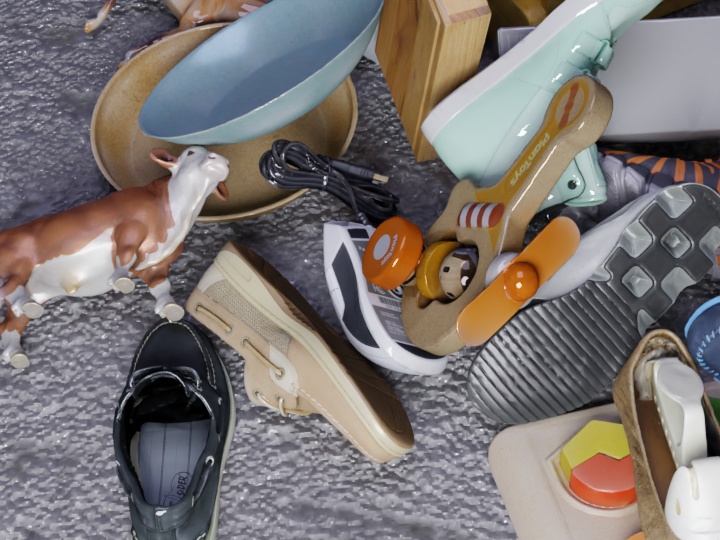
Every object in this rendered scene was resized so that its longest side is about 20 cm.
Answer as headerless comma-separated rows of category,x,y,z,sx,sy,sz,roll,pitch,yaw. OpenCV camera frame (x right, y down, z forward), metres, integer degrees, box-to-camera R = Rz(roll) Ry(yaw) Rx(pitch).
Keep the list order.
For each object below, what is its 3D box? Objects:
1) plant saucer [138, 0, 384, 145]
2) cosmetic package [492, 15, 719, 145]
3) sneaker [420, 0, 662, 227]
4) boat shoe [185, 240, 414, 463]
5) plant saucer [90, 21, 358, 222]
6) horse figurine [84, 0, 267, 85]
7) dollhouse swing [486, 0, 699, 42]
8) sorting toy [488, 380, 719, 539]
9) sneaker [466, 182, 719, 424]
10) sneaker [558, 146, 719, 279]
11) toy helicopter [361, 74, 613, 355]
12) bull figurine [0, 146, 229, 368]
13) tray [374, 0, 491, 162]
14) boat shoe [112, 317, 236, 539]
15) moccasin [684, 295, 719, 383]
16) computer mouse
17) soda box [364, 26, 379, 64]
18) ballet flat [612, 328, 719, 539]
plant saucer,-0.063,-0.140,1.278,0.200,0.039,0.201,-24,27,13
cosmetic package,0.196,-0.132,1.276,0.198,0.107,0.091,-5,90,2
sneaker,0.151,-0.111,1.187,0.200,0.074,0.119,-39,80,14
boat shoe,-0.041,0.064,1.164,0.065,0.071,0.200,-49,54,7
plant saucer,-0.099,-0.103,1.334,0.198,0.036,0.201,-3,51,4
horse figurine,-0.157,-0.218,1.447,0.132,0.050,0.200,-33,55,-14
dollhouse swing,0.183,-0.278,1.381,0.199,0.177,0.182,-23,49,-14
sorting toy,0.195,0.143,1.077,0.198,0.037,0.186,-14,47,-7
sneaker,0.146,0.021,1.151,0.200,0.074,0.089,-40,11,-3
sneaker,0.224,-0.053,1.244,0.199,0.078,0.112,21,38,29
toy helicopter,0.092,-0.032,1.116,0.079,0.201,0.132,28,16,-27
bull figurine,-0.172,-0.013,1.223,0.199,0.065,0.122,-21,39,15
tray,0.046,-0.165,1.255,0.037,0.200,0.099,-16,69,-11
boat shoe,-0.121,0.094,1.135,0.074,0.066,0.200,-2,46,6
moccasin,0.290,0.066,1.072,0.199,0.081,0.069,14,44,-14
computer mouse,0.000,0.000,1.212,0.109,0.044,0.201,18,38,-38
soda box,0.055,-0.244,1.350,0.063,0.200,0.069,27,43,-20
ballet flat,0.191,0.112,1.036,0.067,0.073,0.201,-5,46,-3
